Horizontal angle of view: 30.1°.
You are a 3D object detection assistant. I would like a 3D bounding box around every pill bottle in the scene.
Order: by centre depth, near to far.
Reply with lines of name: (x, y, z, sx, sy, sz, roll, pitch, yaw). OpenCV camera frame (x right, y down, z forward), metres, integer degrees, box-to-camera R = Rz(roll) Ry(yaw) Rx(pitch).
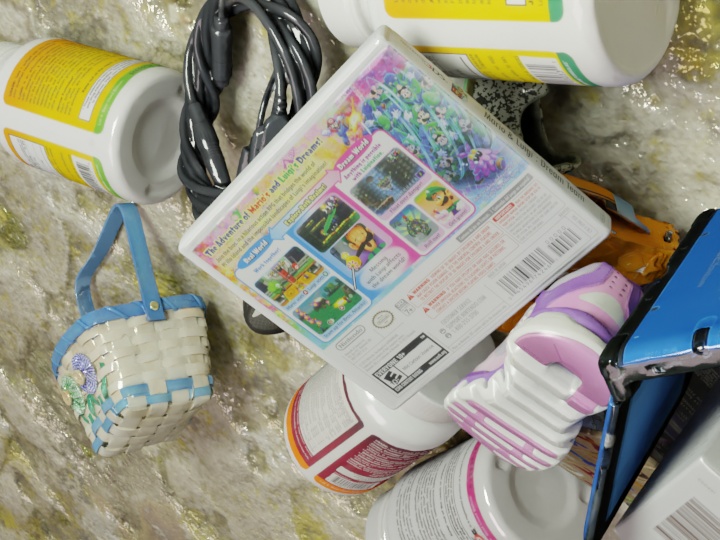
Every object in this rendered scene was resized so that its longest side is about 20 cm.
pill bottle: (0.074, -0.168, 0.779, 0.199, 0.113, 0.113, 10, 130, 39)
pill bottle: (0.023, 0.102, 1.075, 0.110, 0.110, 0.200, 47, 143, 0)
pill bottle: (0.091, 0.199, 1.092, 0.114, 0.113, 0.200, 49, 143, -3)
pill bottle: (-0.235, -0.132, 1.116, 0.199, 0.111, 0.112, 19, 135, 32)

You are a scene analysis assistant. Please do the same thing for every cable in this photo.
cable: (-0.087, -0.127, 0.996, 0.163, 0.050, 0.202, 34, 121, 54)

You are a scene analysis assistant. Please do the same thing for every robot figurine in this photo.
robot figurine: (0.094, -0.011, 0.861, 0.199, 0.058, 0.146, 17, 125, -9)

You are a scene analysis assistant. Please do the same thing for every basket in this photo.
basket: (-0.221, 0.058, 1.267, 0.176, 0.138, 0.201, -52, 48, 52)

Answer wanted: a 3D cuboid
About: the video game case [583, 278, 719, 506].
video game case: (0.211, 0.093, 0.958, 0.143, 0.019, 0.200, 46, 144, 3)

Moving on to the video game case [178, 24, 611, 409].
video game case: (0.018, -0.022, 0.808, 0.182, 0.024, 0.200, 38, 123, -16)

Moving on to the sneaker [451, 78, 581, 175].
sneaker: (0.102, -0.057, 0.893, 0.088, 0.077, 0.201, 8, 132, 26)

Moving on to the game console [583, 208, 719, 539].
game console: (0.210, 0.048, 0.739, 0.170, 0.200, 0.119, -14, 107, 36)

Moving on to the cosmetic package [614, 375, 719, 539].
cosmetic package: (0.240, 0.090, 0.775, 0.071, 0.200, 0.102, 40, 143, 7)

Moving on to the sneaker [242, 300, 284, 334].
sneaker: (-0.044, 0.017, 1.084, 0.200, 0.084, 0.077, -22, 106, 51)

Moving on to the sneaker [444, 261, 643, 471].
sneaker: (0.118, 0.057, 0.827, 0.080, 0.089, 0.200, 34, 151, 1)

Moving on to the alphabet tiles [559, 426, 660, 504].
alphabet tiles: (0.186, 0.146, 0.925, 0.167, 0.008, 0.200, 34, 168, -17)
